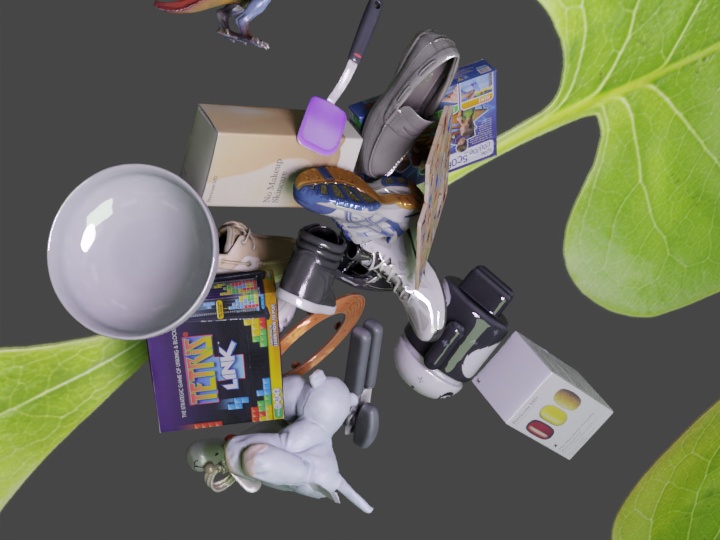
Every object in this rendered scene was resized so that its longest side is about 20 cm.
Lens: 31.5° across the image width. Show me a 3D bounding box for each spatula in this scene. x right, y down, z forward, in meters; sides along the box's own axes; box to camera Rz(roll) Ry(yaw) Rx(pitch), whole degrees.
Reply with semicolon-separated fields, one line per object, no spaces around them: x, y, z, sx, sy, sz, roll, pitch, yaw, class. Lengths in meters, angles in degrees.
-0.016;-0.233;1.513;0.056;0.021;0.202;25;88;-27;spatula

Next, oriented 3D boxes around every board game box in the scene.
-0.181;0.102;1.592;0.163;0.057;0.202;-7;124;-8;board game box
0.084;-0.180;1.653;0.198;0.035;0.137;-20;132;-17;board game box

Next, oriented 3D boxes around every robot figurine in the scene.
0.136;0.091;1.838;0.150;0.125;0.201;26;107;-43;robot figurine

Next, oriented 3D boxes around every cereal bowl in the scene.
-0.256;-0.020;1.477;0.200;0.201;0.083;-41;174;2;cereal bowl

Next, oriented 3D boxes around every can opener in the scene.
0.009;0.164;1.859;0.052;0.066;0.202;-30;135;-42;can opener

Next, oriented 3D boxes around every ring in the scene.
-0.075;0.097;1.732;0.200;0.019;0.201;-38;162;-14;ring

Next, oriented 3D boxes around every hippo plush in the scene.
-0.083;0.209;1.692;0.159;0.198;0.163;30;72;-48;hippo plush

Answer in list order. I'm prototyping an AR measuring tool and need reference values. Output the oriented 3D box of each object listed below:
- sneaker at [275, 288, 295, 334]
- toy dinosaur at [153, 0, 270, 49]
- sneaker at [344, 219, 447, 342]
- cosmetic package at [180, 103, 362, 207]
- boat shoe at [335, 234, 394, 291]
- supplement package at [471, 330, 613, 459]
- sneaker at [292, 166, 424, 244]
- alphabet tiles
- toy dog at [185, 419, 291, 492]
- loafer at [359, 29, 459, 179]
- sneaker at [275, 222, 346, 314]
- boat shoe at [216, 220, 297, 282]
-0.176;0.066;1.659;0.198;0.075;0.082;-24;125;-15;sneaker
-0.096;-0.334;1.385;0.198;0.105;0.184;18;93;-27;toy dinosaur
0.035;0.004;1.668;0.114;0.203;0.075;-10;168;-36;sneaker
-0.107;-0.136;1.538;0.198;0.071;0.106;-3;126;-32;cosmetic package
0.000;0.000;1.722;0.199;0.063;0.073;19;112;-41;boat shoe
0.291;0.201;2.036;0.114;0.110;0.199;-49;135;10;supplement package
-0.008;-0.068;1.554;0.198;0.076;0.088;7;131;-39;sneaker
0.091;-0.100;1.587;0.007;0.169;0.201;12;144;10;alphabet tiles
-0.137;0.262;1.815;0.199;0.096;0.133;-29;134;-10;toy dog
0.059;-0.194;1.551;0.069;0.070;0.202;5;122;-37;loafer
-0.049;-0.004;1.574;0.100;0.070;0.200;-65;174;3;sneaker
-0.159;-0.024;1.597;0.198;0.072;0.066;-4;128;-23;boat shoe
